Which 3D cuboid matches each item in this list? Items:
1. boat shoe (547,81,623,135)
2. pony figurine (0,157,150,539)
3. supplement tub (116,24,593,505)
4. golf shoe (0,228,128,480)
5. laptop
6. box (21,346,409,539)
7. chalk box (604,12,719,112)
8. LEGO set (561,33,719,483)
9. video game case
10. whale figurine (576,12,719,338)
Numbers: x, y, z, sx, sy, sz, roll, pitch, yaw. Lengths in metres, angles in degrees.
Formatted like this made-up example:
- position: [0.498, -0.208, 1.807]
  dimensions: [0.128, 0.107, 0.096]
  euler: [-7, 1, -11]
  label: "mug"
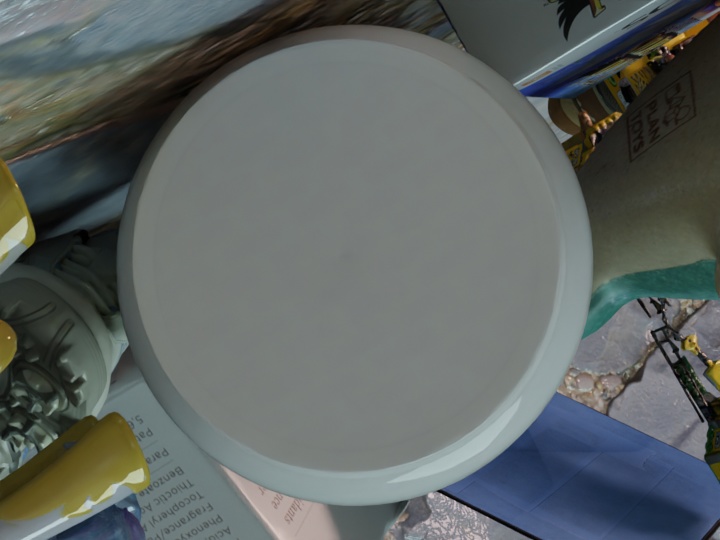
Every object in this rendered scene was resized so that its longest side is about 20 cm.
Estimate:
- position: [0.174, -0.114, 1.269]
  dimensions: [0.199, 0.076, 0.074]
  euler: [-16, 174, -41]
  label: "boat shoe"
- position: [-0.159, 0.086, 0.671]
  dimensions: [0.199, 0.167, 0.194]
  euler: [-27, 132, -15]
  label: "pony figurine"
- position: [0.000, 0.000, 0.764]
  dimensions: [0.144, 0.145, 0.200]
  euler: [-30, 176, 0]
  label: "supplement tub"
- position: [-0.109, 0.012, 0.819]
  dimensions: [0.097, 0.078, 0.200]
  euler: [-47, -172, -17]
  label: "golf shoe"
- position: [0.069, 0.022, 0.993]
  dimensions: [0.115, 0.201, 0.187]
  euler: [-11, -176, 21]
  label: "laptop"
- position: [-0.091, 0.090, 1.009]
  dimensions: [0.200, 0.131, 0.199]
  euler: [-32, -166, 26]
  label: "box"
- position: [0.224, -0.119, 1.111]
  dimensions: [0.199, 0.125, 0.124]
  euler: [-30, 177, -9]
  label: "chalk box"
- position: [0.179, -0.015, 0.962]
  dimensions: [0.153, 0.201, 0.116]
  euler: [-23, 177, -25]
  label: "LEGO set"
- position: [0.130, -0.125, 0.879]
  dimensions: [0.181, 0.046, 0.200]
  euler: [-30, 177, 13]
  label: "video game case"
- position: [0.146, -0.028, 0.870]
  dimensions: [0.200, 0.104, 0.159]
  euler: [-33, -149, 24]
  label: "whale figurine"
